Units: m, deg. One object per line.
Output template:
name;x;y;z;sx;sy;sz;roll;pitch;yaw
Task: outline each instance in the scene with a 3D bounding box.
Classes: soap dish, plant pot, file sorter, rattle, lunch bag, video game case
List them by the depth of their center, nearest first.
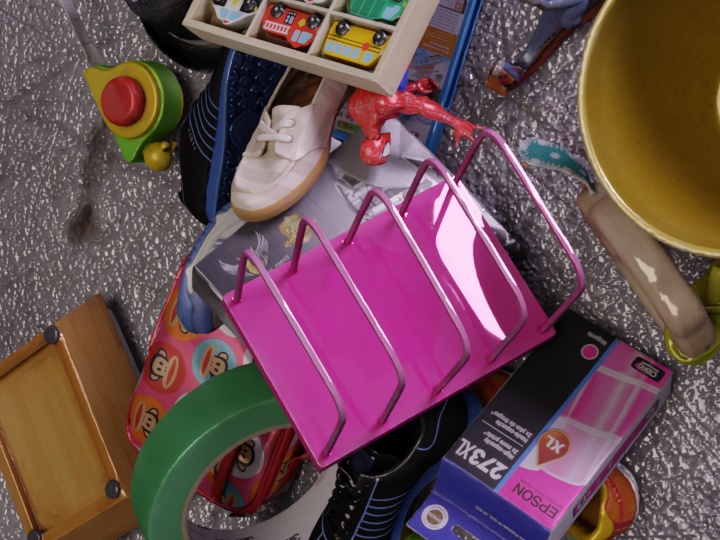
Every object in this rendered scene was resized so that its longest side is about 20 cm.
plant pot;0.258;-0.111;0.937;0.198;0.142;0.203;2;93;31
file sorter;0.029;0.014;0.978;0.140;0.199;0.126;58;162;13
rattle;0.214;-0.047;1.004;0.143;0.130;0.201;-43;52;20
video game case;0.023;-0.196;1.148;0.142;0.018;0.202;24;105;27
lunch bag;-0.091;0.094;1.204;0.175;0.082;0.202;28;106;22
soap dish;-0.258;0.146;1.305;0.157;0.081;0.202;-32;76;29

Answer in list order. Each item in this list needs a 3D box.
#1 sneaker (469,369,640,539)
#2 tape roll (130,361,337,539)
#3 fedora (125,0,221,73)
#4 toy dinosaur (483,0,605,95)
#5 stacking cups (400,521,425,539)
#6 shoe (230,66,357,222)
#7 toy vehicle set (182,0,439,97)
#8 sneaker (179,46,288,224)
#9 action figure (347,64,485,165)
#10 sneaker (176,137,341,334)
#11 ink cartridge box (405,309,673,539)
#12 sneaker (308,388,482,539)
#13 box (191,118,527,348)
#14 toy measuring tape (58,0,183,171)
sneaker;0.116;0.128;1.078;0.199;0.077;0.074;30;110;28
tape roll;-0.076;0.162;1.125;0.202;0.199;0.048;-61;39;19
fedora;-0.134;-0.265;1.195;0.199;0.091;0.203;3;95;31
toy dinosaur;0.159;-0.197;1.028;0.198;0.105;0.183;17;128;10
stacking cups;0.082;0.254;1.125;0.199;0.060;0.061;29;108;21
shoe;-0.048;-0.121;1.083;0.069;0.054;0.201;2;49;35
toy vehicle set;-0.030;-0.210;1.069;0.199;0.026;0.125;21;83;36
sneaker;-0.108;-0.133;1.186;0.078;0.070;0.202;30;112;43
action figure;0.050;-0.166;1.084;0.065;0.098;0.202;-2;70;61
sneaker;-0.060;-0.023;1.128;0.088;0.075;0.201;30;68;18
ink cartridge box;0.127;0.124;1.023;0.094;0.037;0.200;31;67;25
sneaker;0.006;0.157;1.080;0.201;0.078;0.070;-55;48;17
box;0.000;0.000;1.073;0.159;0.200;0.048;47;160;10
toy measuring tape;-0.203;-0.180;1.258;0.073;0.073;0.202;-32;77;29
